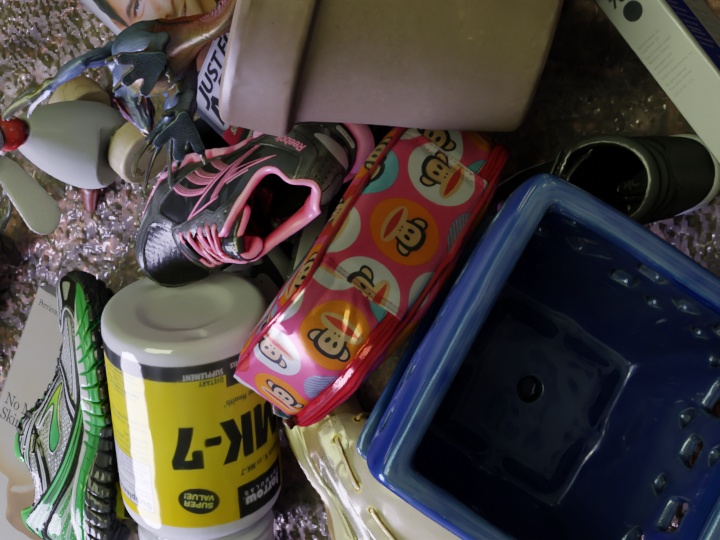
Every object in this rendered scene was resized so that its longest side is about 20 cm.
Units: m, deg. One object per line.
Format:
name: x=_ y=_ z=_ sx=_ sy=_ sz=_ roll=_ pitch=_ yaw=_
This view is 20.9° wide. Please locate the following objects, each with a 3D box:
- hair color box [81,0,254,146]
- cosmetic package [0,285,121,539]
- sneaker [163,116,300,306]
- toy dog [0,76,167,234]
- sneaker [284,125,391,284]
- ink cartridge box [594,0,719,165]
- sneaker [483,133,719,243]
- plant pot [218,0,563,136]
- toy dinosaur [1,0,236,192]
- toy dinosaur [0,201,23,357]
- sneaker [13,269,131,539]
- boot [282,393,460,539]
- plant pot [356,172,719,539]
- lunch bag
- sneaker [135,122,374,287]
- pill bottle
hair color box: x=-0.099 y=-0.170 z=1.302 sx=0.200 sy=0.060 sz=0.099 roll=44 pitch=132 yaw=17
cosmetic package: x=-0.217 y=0.122 z=1.464 sx=0.105 sy=0.071 sz=0.201 roll=25 pitch=101 yaw=29
sneaker: x=-0.093 y=-0.032 z=1.362 sx=0.079 sy=0.129 sz=0.201 roll=16 pitch=96 yaw=32
toy dog: x=-0.240 y=-0.077 z=1.438 sx=0.132 sy=0.199 sz=0.097 roll=52 pitch=133 yaw=49
sneaker: x=0.008 y=-0.050 z=1.350 sx=0.087 sy=0.076 sz=0.202 roll=13 pitch=87 yaw=2
ink cartridge box: x=0.207 y=-0.130 z=1.202 sx=0.039 sy=0.099 sz=0.201 roll=-41 pitch=67 yaw=24
sneaker: x=0.123 y=-0.043 z=1.249 sx=0.199 sy=0.099 sz=0.071 roll=-19 pitch=80 yaw=30
plant pot: x=0.025 y=-0.158 z=1.137 sx=0.173 sy=0.200 sz=0.202 roll=16 pitch=97 yaw=-1
toy dinosaur: x=-0.124 y=-0.123 z=1.251 sx=0.200 sy=0.182 sz=0.105 roll=-39 pitch=110 yaw=10
toy dinosaur: x=-0.333 y=0.020 z=1.551 sx=0.199 sy=0.077 sz=0.103 roll=-15 pitch=68 yaw=35
sneaker: x=-0.206 y=0.100 z=1.370 sx=0.084 sy=0.078 sz=0.202 roll=5 pitch=97 yaw=12
boot: x=0.037 y=0.114 z=1.309 sx=0.155 sy=0.073 sz=0.201 roll=-28 pitch=76 yaw=28
plant pot: x=0.118 y=0.078 z=1.156 sx=0.199 sy=0.180 sz=0.201 roll=31 pitch=84 yaw=-9
lunch bag: x=0.000 y=0.000 z=1.226 sx=0.082 sy=0.200 sz=0.176 roll=37 pitch=151 yaw=-4
sneaker: x=-0.080 y=-0.035 z=1.249 sx=0.079 sy=0.096 sz=0.199 roll=42 pitch=128 yaw=-21
pill bottle: x=-0.112 y=0.111 z=1.341 sx=0.114 sy=0.114 sz=0.201 roll=15 pitch=124 yaw=31
